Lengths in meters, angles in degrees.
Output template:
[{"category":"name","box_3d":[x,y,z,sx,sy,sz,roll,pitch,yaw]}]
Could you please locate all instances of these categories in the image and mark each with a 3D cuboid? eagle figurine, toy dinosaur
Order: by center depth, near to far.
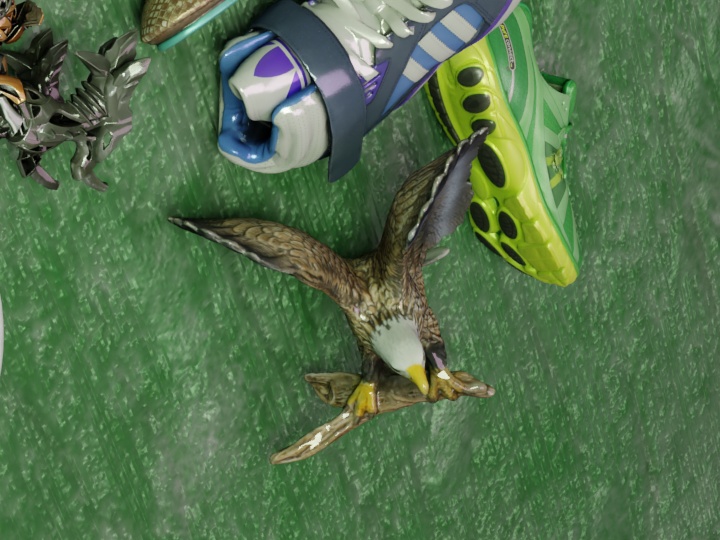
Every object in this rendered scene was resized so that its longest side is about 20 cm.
[{"category":"toy dinosaur","box_3d":[-0.183,-0.080,1.259,0.135,0.102,0.201,1,116,-36]},{"category":"eagle figurine","box_3d":[0.004,0.003,1.462,0.152,0.151,0.200,-47,137,-26]}]

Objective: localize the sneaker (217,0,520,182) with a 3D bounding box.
[{"category":"sneaker","box_3d":[0.001,-0.122,1.399,0.146,0.081,0.200,-33,168,-45]}]

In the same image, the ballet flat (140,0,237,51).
[{"category":"ballet flat","box_3d":[-0.049,-0.182,1.395,0.200,0.070,0.065,-40,107,-36]}]

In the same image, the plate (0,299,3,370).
[{"category":"plate","box_3d":[-0.246,0.052,1.283,0.200,0.026,0.201,-25,124,-43]}]

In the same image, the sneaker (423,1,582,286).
[{"category":"sneaker","box_3d":[0.099,-0.070,1.606,0.084,0.074,0.201,-43,135,-24]}]
